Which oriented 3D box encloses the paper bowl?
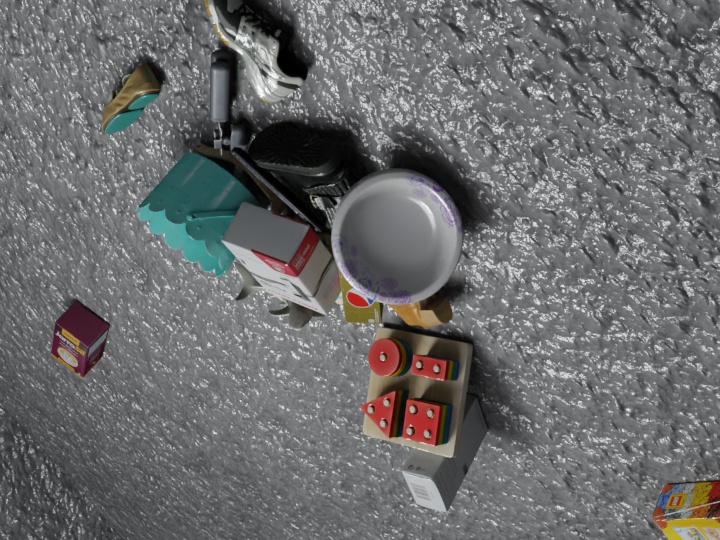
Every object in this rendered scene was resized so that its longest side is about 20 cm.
[{"bbox_3d":[0.055,-0.056,1.490,0.200,0.201,0.104,42,-172,-7],"label":"paper bowl"}]

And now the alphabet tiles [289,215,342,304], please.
[{"bbox_3d":[-0.092,-0.017,1.792,0.194,0.015,0.201,-6,126,44],"label":"alphabet tiles"}]

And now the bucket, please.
[{"bbox_3d":[-0.279,-0.100,1.717,0.206,0.135,0.207,33,165,10],"label":"bucket"}]

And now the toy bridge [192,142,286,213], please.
[{"bbox_3d":[-0.210,-0.169,1.714,0.199,0.027,0.067,33,144,9],"label":"toy bridge"}]

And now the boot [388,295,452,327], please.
[{"bbox_3d":[0.071,0.009,1.635,0.144,0.070,0.203,-3,115,62],"label":"boot"}]

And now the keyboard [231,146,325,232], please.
[{"bbox_3d":[-0.136,-0.134,1.627,0.200,0.021,0.127,43,-174,-1],"label":"keyboard"}]

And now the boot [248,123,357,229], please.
[{"bbox_3d":[-0.080,-0.146,1.581,0.210,0.080,0.158,24,159,42],"label":"boot"}]

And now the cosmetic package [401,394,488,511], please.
[{"bbox_3d":[0.160,0.331,1.798,0.073,0.201,0.102,8,137,34],"label":"cosmetic package"}]

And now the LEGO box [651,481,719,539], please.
[{"bbox_3d":[0.614,0.452,1.638,0.200,0.077,0.148,50,144,-16],"label":"LEGO box"}]

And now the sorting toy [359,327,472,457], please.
[{"bbox_3d":[0.087,0.215,1.740,0.197,0.203,0.069,8,180,35],"label":"sorting toy"}]

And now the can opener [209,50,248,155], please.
[{"bbox_3d":[-0.214,-0.270,1.599,0.066,0.054,0.201,3,142,-7],"label":"can opener"}]

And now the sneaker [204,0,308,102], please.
[{"bbox_3d":[-0.148,-0.349,1.435,0.087,0.076,0.201,-17,123,32],"label":"sneaker"}]

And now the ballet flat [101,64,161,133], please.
[{"bbox_3d":[-0.410,-0.305,1.723,0.199,0.068,0.064,-23,86,49],"label":"ballet flat"}]

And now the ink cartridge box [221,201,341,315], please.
[{"bbox_3d":[-0.127,-0.018,1.677,0.146,0.083,0.200,20,161,28],"label":"ink cartridge box"}]

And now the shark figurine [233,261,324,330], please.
[{"bbox_3d":[-0.140,0.034,1.836,0.214,0.127,0.090,29,122,42],"label":"shark figurine"}]

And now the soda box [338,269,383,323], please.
[{"bbox_3d":[0.000,0.000,1.665,0.067,0.064,0.201,1,133,8],"label":"soda box"}]

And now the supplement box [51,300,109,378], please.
[{"bbox_3d":[-0.726,0.180,2.513,0.110,0.086,0.200,36,145,3],"label":"supplement box"}]
